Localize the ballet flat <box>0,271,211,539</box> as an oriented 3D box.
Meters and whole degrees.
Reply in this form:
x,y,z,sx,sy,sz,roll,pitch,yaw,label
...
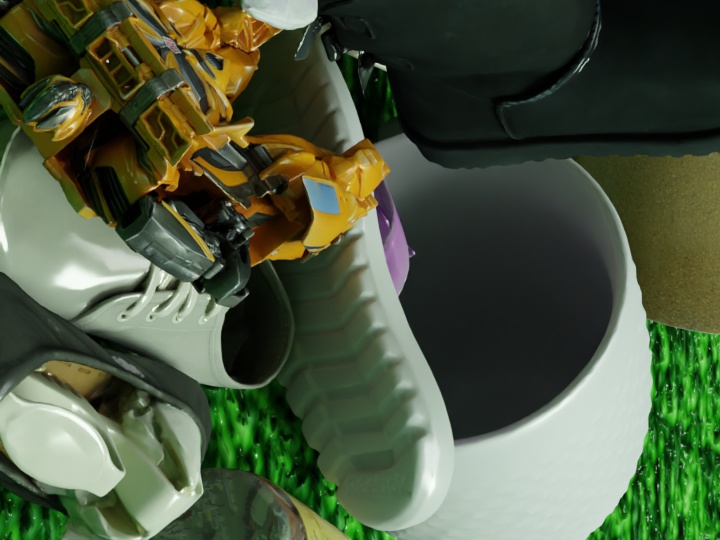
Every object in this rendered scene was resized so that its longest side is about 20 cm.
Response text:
x,y,z,sx,sy,sz,roll,pitch,yaw,label
-0.097,0.058,0.998,0.068,0.068,0.200,-45,149,7,ballet flat

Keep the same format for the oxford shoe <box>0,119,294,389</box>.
x,y,z,sx,sy,sz,roll,pitch,yaw,label
-0.078,-0.004,1.047,0.200,0.058,0.075,38,62,-60,oxford shoe

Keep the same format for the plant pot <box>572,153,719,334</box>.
x,y,z,sx,sy,sz,roll,pitch,yaw,label
0.184,-0.103,1.380,0.186,0.186,0.200,-51,146,-51,plant pot

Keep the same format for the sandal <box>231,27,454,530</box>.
x,y,z,sx,sy,sz,roll,pitch,yaw,label
-0.005,0.003,1.127,0.050,0.082,0.203,-1,69,-42,sandal

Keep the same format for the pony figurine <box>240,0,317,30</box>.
x,y,z,sx,sy,sz,roll,pitch,yaw,label
-0.039,-0.150,0.927,0.193,0.200,0.167,21,76,-65,pony figurine

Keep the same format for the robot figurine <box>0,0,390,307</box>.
x,y,z,sx,sy,sz,roll,pitch,yaw,label
-0.062,-0.056,1.003,0.145,0.058,0.200,52,13,11,robot figurine

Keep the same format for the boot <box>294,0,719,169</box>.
x,y,z,sx,sy,sz,roll,pitch,yaw,label
0.075,-0.101,1.063,0.162,0.198,0.073,52,33,-60,boot

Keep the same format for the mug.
x,y,z,sx,sy,sz,roll,pitch,yaw,label
0.044,0.025,1.243,0.175,0.147,0.200,68,5,-59,mug

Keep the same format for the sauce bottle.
x,y,z,sx,sy,sz,roll,pitch,yaw,label
-0.030,0.126,1.168,0.200,0.065,0.065,51,49,-69,sauce bottle

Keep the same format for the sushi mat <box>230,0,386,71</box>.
x,y,z,sx,sy,sz,roll,pitch,yaw,label
0.027,-0.123,1.188,0.200,0.012,0.096,22,81,-36,sushi mat
